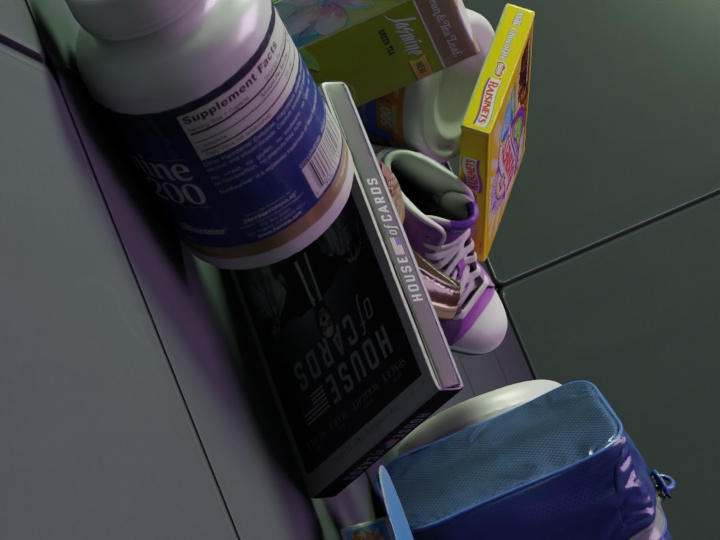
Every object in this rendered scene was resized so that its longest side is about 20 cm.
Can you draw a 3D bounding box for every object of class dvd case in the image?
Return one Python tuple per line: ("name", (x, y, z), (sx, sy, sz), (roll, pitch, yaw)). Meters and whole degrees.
("dvd case", (-0.019, 0.013, 1.447), (0.025, 0.150, 0.201), (-4, 64, -36))

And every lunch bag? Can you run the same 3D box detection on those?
("lunch bag", (0.124, 0.178, 1.696), (0.136, 0.199, 0.133), (-110, 177, -71))

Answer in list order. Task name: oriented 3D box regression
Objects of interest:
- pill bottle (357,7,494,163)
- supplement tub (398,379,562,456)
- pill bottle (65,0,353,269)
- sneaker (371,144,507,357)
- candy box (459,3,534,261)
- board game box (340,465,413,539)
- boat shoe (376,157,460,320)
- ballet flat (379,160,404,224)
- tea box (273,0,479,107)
("pill bottle", (-0.011, -0.155, 1.759), (0.199, 0.113, 0.112), (19, -21, 29))
("supplement tub", (0.126, 0.200, 1.864), (0.145, 0.144, 0.201), (46, 22, -72))
("pill bottle", (-0.087, -0.103, 1.333), (0.111, 0.110, 0.200), (-106, 171, -46))
("sneaker", (0.057, -0.009, 1.732), (0.201, 0.073, 0.114), (46, -26, -27))
("candy box", (0.095, -0.094, 1.734), (0.200, 0.026, 0.103), (86, 25, -65))
("board game box", (0.025, 0.220, 1.480), (0.158, 0.039, 0.201), (59, 14, -79))
("boat shoe", (-0.008, -0.041, 1.574), (0.199, 0.072, 0.072), (34, 7, -12))
("ballet flat", (0.000, 0.000, 1.676), (0.200, 0.070, 0.066), (91, -14, -57))
("tea box", (-0.051, -0.212, 1.618), (0.134, 0.196, 0.201), (58, 12, -53))
